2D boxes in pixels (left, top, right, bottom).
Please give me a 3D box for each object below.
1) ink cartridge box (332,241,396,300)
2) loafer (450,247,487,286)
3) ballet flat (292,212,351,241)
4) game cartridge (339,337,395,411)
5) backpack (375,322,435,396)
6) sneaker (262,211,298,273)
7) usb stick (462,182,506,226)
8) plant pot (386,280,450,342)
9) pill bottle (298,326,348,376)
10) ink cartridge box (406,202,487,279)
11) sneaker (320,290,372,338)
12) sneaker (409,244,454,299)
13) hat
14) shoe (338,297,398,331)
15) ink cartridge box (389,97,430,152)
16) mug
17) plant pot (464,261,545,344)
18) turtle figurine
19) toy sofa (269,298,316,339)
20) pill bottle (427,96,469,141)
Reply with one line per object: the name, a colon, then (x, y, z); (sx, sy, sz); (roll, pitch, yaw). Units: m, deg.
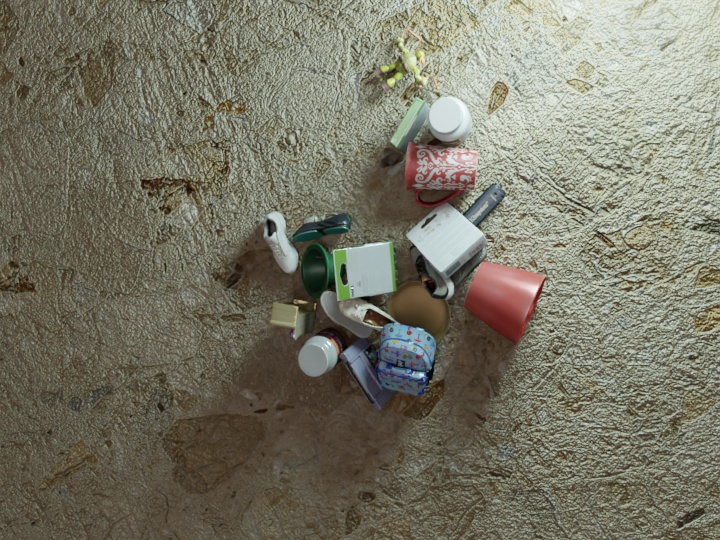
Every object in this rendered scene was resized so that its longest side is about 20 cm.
ink cartridge box: (0.000, 0.000, 1.723); (0.196, 0.075, 0.152); (-8, 95, -27)
loafer: (0.296, -0.005, 1.705); (0.199, 0.069, 0.076); (-39, 67, 32)
ballet flat: (-0.119, -0.138, 1.808); (0.196, 0.073, 0.075); (-10, 94, 22)
game cartridge: (0.029, 0.307, 1.777); (0.038, 0.129, 0.202); (-33, 92, 40)
backpack: (0.129, 0.249, 1.701); (0.179, 0.136, 0.202); (14, 144, 12)
sneaker: (-0.260, -0.082, 1.828); (0.077, 0.099, 0.204); (-24, 90, 16)
usb stick: (0.335, -0.165, 1.696); (0.055, 0.033, 0.200); (45, 104, 7)
plant pot: (0.175, 0.129, 1.765); (0.195, 0.027, 0.205); (4, 103, 19)
pill bottle: (-0.111, 0.245, 1.773); (0.111, 0.200, 0.117); (2, 97, 14)
ink cartridge box: (0.242, -0.089, 1.675); (0.159, 0.047, 0.201); (-41, 44, 2)
sneaker: (-0.053, 0.131, 1.780); (0.074, 0.082, 0.200); (-47, 110, -6)
sneaker: (0.194, 0.000, 1.697); (0.202, 0.078, 0.075); (60, 138, 32)
hat: (-0.065, -0.004, 1.826); (0.198, 0.173, 0.170); (-5, 89, 56)
shoe: (0.027, 0.130, 1.732); (0.197, 0.053, 0.071); (25, 80, -16)
ink cartridge box: (0.134, -0.407, 1.636); (0.047, 0.200, 0.147); (34, 103, 8)
mug: (0.232, -0.279, 1.683); (0.195, 0.179, 0.136); (4, 61, 10)
plant pot: (0.395, 0.075, 1.637); (0.175, 0.200, 0.204); (25, 102, 20)
turtle figurine: (0.128, -0.576, 1.689); (0.159, 0.064, 0.203); (-29, 88, 16)
toy sofa: (-0.203, 0.145, 1.787); (0.081, 0.200, 0.100); (9, 93, 13)
pill bottle: (0.242, -0.410, 1.607); (0.112, 0.200, 0.117); (2, 97, 15)
